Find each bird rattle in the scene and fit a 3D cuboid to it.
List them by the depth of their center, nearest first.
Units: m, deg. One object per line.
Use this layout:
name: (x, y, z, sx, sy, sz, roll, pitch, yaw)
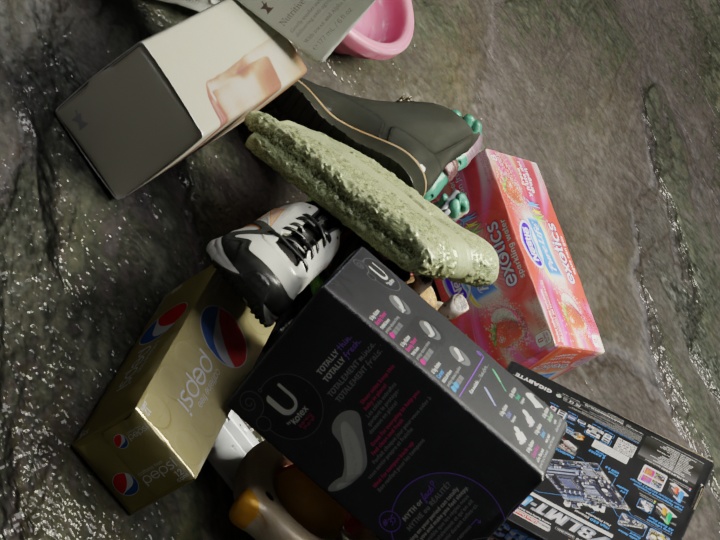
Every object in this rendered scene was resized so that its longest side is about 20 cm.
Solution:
bird rattle: (-0.015, 0.178, 1.477, 0.163, 0.113, 0.200, 37, 35, -6)

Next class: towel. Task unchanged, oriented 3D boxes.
towel: (0.009, -0.056, 1.565, 0.200, 0.037, 0.148, 39, 13, 25)

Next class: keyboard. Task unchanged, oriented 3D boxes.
keyboard: (-0.059, 0.181, 1.508, 0.200, 0.011, 0.056, 53, 35, -12)

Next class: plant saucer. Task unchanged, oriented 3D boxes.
plant saucer: (-0.029, -0.283, 1.928, 0.200, 0.051, 0.202, 39, 34, -34)

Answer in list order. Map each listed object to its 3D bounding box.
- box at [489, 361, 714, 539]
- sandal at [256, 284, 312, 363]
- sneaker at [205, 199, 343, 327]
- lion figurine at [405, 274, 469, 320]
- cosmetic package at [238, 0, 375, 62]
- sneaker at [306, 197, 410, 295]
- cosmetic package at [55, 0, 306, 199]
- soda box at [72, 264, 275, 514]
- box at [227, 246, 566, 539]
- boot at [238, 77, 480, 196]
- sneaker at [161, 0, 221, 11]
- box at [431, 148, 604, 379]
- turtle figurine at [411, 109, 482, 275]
box: (0.173, 0.180, 1.669, 0.199, 0.050, 0.199, 26, 36, 9)
sandal: (-0.049, 0.029, 1.616, 0.076, 0.048, 0.200, 57, 29, -5)
sneaker: (-0.058, -0.017, 1.489, 0.074, 0.080, 0.200, 53, 9, -7)
lion figurine: (0.027, 0.076, 1.614, 0.072, 0.122, 0.201, 33, 53, -14)
cosmetic package: (-0.073, -0.274, 1.600, 0.199, 0.113, 0.081, 33, 31, -19)
sneaker: (0.000, 0.000, 1.598, 0.077, 0.083, 0.201, 47, 20, -36)
cosmetic package: (-0.135, -0.140, 1.580, 0.088, 0.103, 0.200, 56, 30, -4)
soda box: (-0.128, 0.078, 1.433, 0.068, 0.064, 0.200, 51, 30, -16)
box: (0.028, 0.101, 1.423, 0.200, 0.122, 0.106, 41, 22, 0)
boot: (-0.008, -0.130, 1.731, 0.200, 0.078, 0.138, 37, 38, 11)
sneaker: (-0.161, -0.301, 1.717, 0.199, 0.080, 0.147, 23, 40, -45)
box: (0.132, 0.003, 1.872, 0.094, 0.102, 0.201, 10, 57, -54)
turtle figurine: (0.030, -0.068, 1.784, 0.149, 0.101, 0.200, 19, 43, 12)
